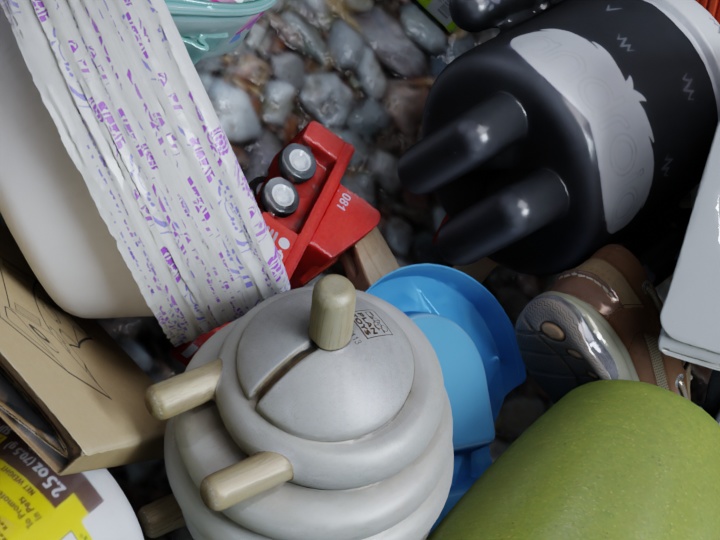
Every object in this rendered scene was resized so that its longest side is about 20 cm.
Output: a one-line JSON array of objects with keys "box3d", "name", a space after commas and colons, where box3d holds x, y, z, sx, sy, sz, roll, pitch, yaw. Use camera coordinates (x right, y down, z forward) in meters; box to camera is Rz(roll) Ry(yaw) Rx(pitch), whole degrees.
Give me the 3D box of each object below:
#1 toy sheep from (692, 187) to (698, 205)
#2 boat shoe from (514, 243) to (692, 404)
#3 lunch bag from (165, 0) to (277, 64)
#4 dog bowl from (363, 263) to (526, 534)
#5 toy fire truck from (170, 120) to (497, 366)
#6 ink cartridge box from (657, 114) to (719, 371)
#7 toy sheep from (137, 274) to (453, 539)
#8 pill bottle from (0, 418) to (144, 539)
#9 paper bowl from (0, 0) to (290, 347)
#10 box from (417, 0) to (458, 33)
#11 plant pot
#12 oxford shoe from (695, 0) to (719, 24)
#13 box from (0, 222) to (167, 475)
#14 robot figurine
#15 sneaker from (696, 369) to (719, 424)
[{"box3d": [0.241, -0.072, 1.181, 0.137, 0.138, 0.201, -16, 68, -35], "name": "toy sheep"}, {"box3d": [0.141, 0.067, 1.033, 0.075, 0.201, 0.072, 23, 61, 35], "name": "boat shoe"}, {"box3d": [-0.137, -0.185, 1.063, 0.198, 0.077, 0.162, -5, 67, -30], "name": "lunch bag"}, {"box3d": [0.031, 0.100, 0.997, 0.111, 0.049, 0.202, -7, 86, -35], "name": "dog bowl"}, {"box3d": [0.000, 0.000, 1.062, 0.141, 0.049, 0.201, 34, 54, -12], "name": "toy fire truck"}, {"box3d": [0.211, -0.030, 0.995, 0.084, 0.146, 0.200, 17, 9, 14], "name": "ink cartridge box"}, {"box3d": [-0.023, 0.074, 0.871, 0.136, 0.201, 0.139, 5, 54, -7], "name": "toy sheep"}, {"box3d": [-0.187, 0.152, 0.837, 0.109, 0.109, 0.200, 48, 52, 1], "name": "pill bottle"}, {"box3d": [-0.116, -0.060, 0.924, 0.104, 0.201, 0.202, -26, 78, -3], "name": "paper bowl"}, {"box3d": [0.068, -0.248, 1.232, 0.122, 0.048, 0.200, 43, 52, -5], "name": "box"}, {"box3d": [0.099, 0.151, 0.912, 0.186, 0.187, 0.201, 35, 51, -9], "name": "plant pot"}, {"box3d": [0.172, -0.168, 1.143, 0.199, 0.072, 0.072, 31, 44, 21], "name": "oxford shoe"}, {"box3d": [-0.151, 0.021, 0.884, 0.021, 0.200, 0.163, -45, 83, 3], "name": "box"}, {"box3d": [0.111, -0.073, 1.058, 0.124, 0.151, 0.199, 23, 39, 37], "name": "robot figurine"}, {"box3d": [0.257, 0.063, 1.137, 0.199, 0.077, 0.141, -29, 99, -38], "name": "sneaker"}]
